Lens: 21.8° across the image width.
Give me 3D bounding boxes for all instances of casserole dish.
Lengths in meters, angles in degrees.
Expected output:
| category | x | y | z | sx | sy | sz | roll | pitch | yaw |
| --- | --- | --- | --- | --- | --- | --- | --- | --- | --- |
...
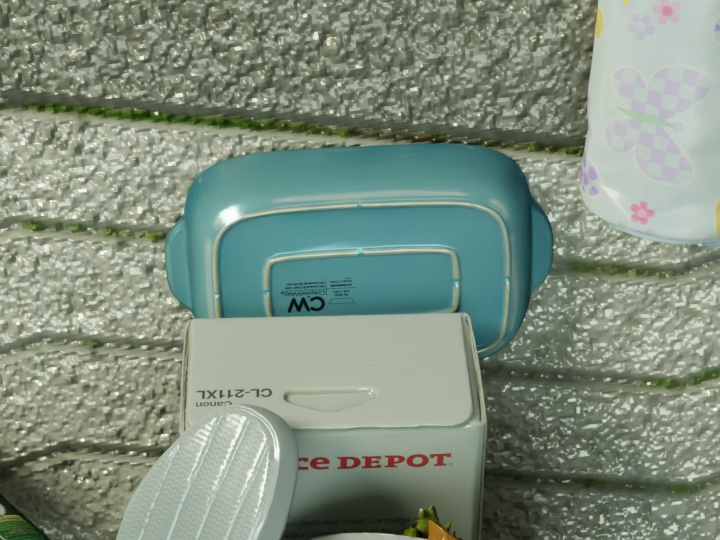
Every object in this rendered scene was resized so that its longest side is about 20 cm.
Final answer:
| category | x | y | z | sx | sy | sz | roll | pitch | yaw |
| --- | --- | --- | --- | --- | --- | --- | --- | --- | --- |
| casserole dish | 0.000 | 0.000 | 0.940 | 0.198 | 0.039 | 0.122 | -2 | 117 | 0 |

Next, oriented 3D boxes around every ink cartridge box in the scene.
| category | x | y | z | sx | sy | sz | roll | pitch | yaw |
| --- | --- | --- | --- | --- | --- | --- | --- | --- | --- |
| ink cartridge box | -0.014 | 0.120 | 0.950 | 0.145 | 0.083 | 0.201 | -1 | 131 | -2 |

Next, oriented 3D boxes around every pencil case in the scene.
| category | x | y | z | sx | sy | sz | roll | pitch | yaw |
| --- | --- | --- | --- | --- | --- | --- | --- | --- | --- |
| pencil case | 0.155 | -0.113 | 0.865 | 0.090 | 0.083 | 0.201 | 14 | 118 | 15 |

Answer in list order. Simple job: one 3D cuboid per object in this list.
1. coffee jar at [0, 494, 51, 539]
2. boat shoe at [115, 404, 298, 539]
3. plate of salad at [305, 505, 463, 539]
| category | x | y | z | sx | sy | sz | roll | pitch | yaw |
| --- | --- | --- | --- | --- | --- | --- | --- | --- | --- |
| coffee jar | -0.203 | 0.154 | 0.926 | 0.085 | 0.200 | 0.105 | -14 | 126 | -40 |
| boat shoe | -0.079 | 0.152 | 0.857 | 0.072 | 0.062 | 0.201 | 32 | 101 | 30 |
| plate of salad | 0.049 | 0.174 | 0.902 | 0.199 | 0.048 | 0.201 | 14 | 145 | 10 |
